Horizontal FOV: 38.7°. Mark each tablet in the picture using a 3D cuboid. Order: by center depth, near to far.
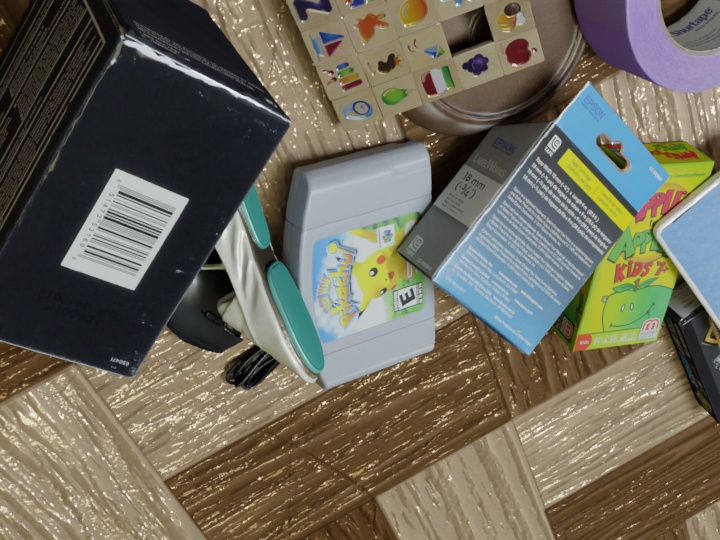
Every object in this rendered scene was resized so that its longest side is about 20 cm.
[{"bbox_3d":[0.375,-0.014,0.983,0.130,0.014,0.200,-39,119,7],"label":"tablet"}]

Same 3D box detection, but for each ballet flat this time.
[{"bbox_3d":[-0.091,-0.001,0.796,0.069,0.069,0.201,-23,95,-8],"label":"ballet flat"}]

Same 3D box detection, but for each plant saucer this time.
[{"bbox_3d":[0.106,-0.194,0.815,0.199,0.032,0.201,-11,124,-16],"label":"plant saucer"}]

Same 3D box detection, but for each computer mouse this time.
[{"bbox_3d":[-0.098,0.018,0.852,0.140,0.046,0.200,-37,128,3],"label":"computer mouse"}]

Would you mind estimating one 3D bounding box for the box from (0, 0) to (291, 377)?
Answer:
[{"bbox_3d":[-0.167,-0.078,0.661,0.123,0.199,0.200,23,110,-36],"label":"box"}]

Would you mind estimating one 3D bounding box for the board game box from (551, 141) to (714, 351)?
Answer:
[{"bbox_3d":[0.257,-0.021,0.984,0.101,0.048,0.201,-5,123,-21],"label":"board game box"}]

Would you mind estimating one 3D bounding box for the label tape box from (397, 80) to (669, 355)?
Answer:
[{"bbox_3d":[0.148,-0.048,0.870,0.144,0.063,0.200,37,92,-37],"label":"label tape box"}]

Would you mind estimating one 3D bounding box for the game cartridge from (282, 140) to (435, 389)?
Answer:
[{"bbox_3d":[0.000,0.000,0.865,0.133,0.040,0.201,-16,119,-23],"label":"game cartridge"}]

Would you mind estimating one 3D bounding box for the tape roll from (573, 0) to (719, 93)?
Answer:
[{"bbox_3d":[0.266,-0.246,0.810,0.199,0.066,0.201,-16,125,-25],"label":"tape roll"}]

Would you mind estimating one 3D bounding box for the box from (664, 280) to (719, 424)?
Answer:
[{"bbox_3d":[0.437,0.048,1.111,0.198,0.050,0.200,-34,129,1],"label":"box"}]

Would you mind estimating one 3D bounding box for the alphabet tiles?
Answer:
[{"bbox_3d":[0.033,-0.201,0.737,0.166,0.008,0.200,-18,135,8],"label":"alphabet tiles"}]
